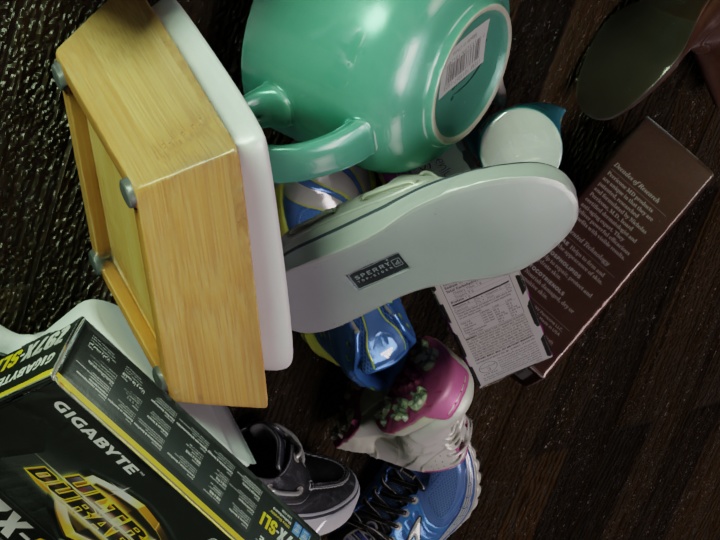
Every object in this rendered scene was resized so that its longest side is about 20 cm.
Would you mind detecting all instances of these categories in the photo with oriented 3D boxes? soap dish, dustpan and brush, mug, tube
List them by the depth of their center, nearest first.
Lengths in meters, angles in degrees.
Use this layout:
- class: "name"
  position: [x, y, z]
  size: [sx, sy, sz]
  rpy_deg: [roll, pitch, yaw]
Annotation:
- class: "soap dish"
  position: [-0.105, -0.035, 1.163]
  size: [0.081, 0.158, 0.201]
  rpy_deg: [-20, 138, -16]
- class: "dustpan and brush"
  position: [-0.164, 0.053, 1.214]
  size: [0.057, 0.140, 0.200]
  rpy_deg: [-46, 125, 8]
- class: "mug"
  position: [0.012, -0.121, 1.221]
  size: [0.186, 0.114, 0.152]
  rpy_deg: [-65, 156, 1]
- class: "tube"
  position: [0.100, -0.088, 1.352]
  size: [0.200, 0.077, 0.051]
  rpy_deg: [-74, 155, -80]

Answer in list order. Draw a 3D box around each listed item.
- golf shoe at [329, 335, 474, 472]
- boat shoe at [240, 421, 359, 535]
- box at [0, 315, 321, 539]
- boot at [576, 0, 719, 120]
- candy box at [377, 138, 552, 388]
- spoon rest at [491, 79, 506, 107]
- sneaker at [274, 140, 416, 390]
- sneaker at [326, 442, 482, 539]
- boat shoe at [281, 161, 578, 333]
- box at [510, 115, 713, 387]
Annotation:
- class: "golf shoe"
  position: [0.049, 0.098, 1.444]
  size: [0.076, 0.091, 0.200]
  rpy_deg: [-66, -167, -15]
- class: "boat shoe"
  position: [-0.067, 0.138, 1.441]
  size: [0.199, 0.072, 0.068]
  rpy_deg: [5, 118, -45]
- class: "box"
  position: [-0.145, 0.127, 1.181]
  size: [0.200, 0.159, 0.050]
  rpy_deg: [46, 46, -24]
- class: "boot"
  position: [0.254, -0.156, 1.579]
  size: [0.187, 0.064, 0.200]
  rpy_deg: [-50, 152, -1]
- class: "candy box"
  position: [0.059, -0.031, 1.367]
  size: [0.061, 0.137, 0.200]
  rpy_deg: [-24, 144, 2]
- class: "spoon rest"
  position: [0.117, -0.202, 1.376]
  size: [0.201, 0.060, 0.100]
  rpy_deg: [-56, 151, -21]
- class: "sneaker"
  position: [0.000, 0.000, 1.354]
  size: [0.075, 0.105, 0.201]
  rpy_deg: [-29, 141, -17]
- class: "sneaker"
  position: [0.028, 0.193, 1.597]
  size: [0.089, 0.078, 0.202]
  rpy_deg: [-16, 132, -46]
- class: "boat shoe"
  position: [0.033, -0.025, 1.215]
  size: [0.199, 0.066, 0.072]
  rpy_deg: [-24, 126, 23]
- class: "box"
  position: [0.168, -0.012, 1.554]
  size: [0.200, 0.075, 0.100]
  rpy_deg: [-47, 177, -8]
